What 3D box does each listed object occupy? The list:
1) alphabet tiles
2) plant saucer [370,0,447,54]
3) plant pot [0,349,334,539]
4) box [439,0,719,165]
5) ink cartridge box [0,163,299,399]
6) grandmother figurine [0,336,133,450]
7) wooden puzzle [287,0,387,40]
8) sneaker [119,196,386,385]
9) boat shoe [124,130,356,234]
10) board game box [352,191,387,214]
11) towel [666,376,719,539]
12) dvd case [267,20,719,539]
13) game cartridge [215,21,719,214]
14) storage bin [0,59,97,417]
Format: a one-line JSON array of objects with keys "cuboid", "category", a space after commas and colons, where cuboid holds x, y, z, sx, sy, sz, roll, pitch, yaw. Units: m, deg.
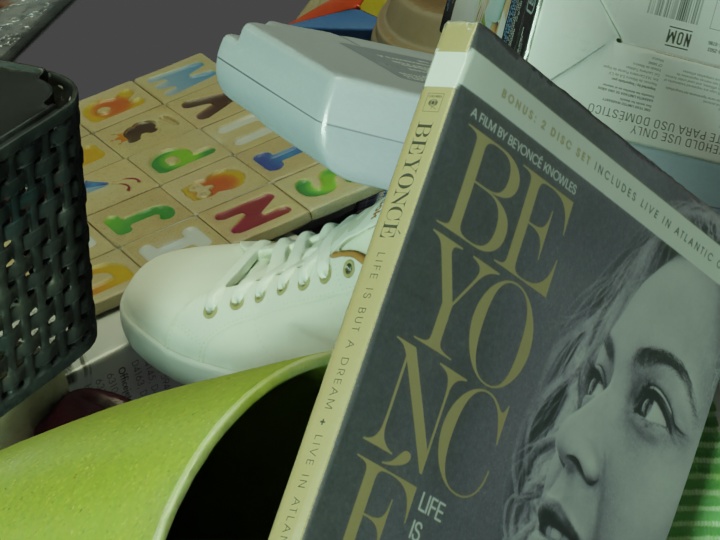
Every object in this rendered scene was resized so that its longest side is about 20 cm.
[{"cuboid": [-0.086, -0.037, 1.108, 0.200, 0.006, 0.166, -24, 32, -19], "category": "alphabet tiles"}, {"cuboid": [0.100, -0.124, 1.191, 0.200, 0.029, 0.200, -11, 22, 4], "category": "plant saucer"}, {"cuboid": [-0.072, 0.120, 0.823, 0.200, 0.187, 0.187, -5, 28, 40], "category": "plant pot"}, {"cuboid": [0.099, -0.084, 0.952, 0.117, 0.060, 0.200, 13, 11, -8], "category": "box"}, {"cuboid": [-0.121, 0.041, 1.061, 0.200, 0.067, 0.116, -27, 33, -23], "category": "ink cartridge box"}, {"cuboid": [-0.062, 0.067, 0.942, 0.200, 0.121, 0.061, 20, 72, 15], "category": "grandmother figurine"}, {"cuboid": [0.055, -0.133, 1.316, 0.185, 0.046, 0.200, 3, 33, 25], "category": "wooden puzzle"}, {"cuboid": [0.000, 0.000, 0.955, 0.200, 0.085, 0.073, 6, 40, 29], "category": "sneaker"}, {"cuboid": [-0.085, -0.030, 1.171, 0.200, 0.066, 0.070, -22, 31, -17], "category": "boat shoe"}, {"cuboid": [0.084, -0.018, 1.091, 0.200, 0.062, 0.200, -4, 30, 14], "category": "board game box"}, {"cuboid": [0.137, 0.063, 0.861, 0.200, 0.153, 0.023, -11, -7, 6], "category": "towel"}, {"cuboid": [0.042, 0.053, 0.779, 0.016, 0.149, 0.200, 3, 68, 43], "category": "dvd case"}, {"cuboid": [0.062, -0.042, 0.943, 0.200, 0.040, 0.133, 10, 8, -22], "category": "game cartridge"}, {"cuboid": [-0.187, 0.004, 0.880, 0.135, 0.094, 0.200, 12, 30, 27], "category": "storage bin"}]
